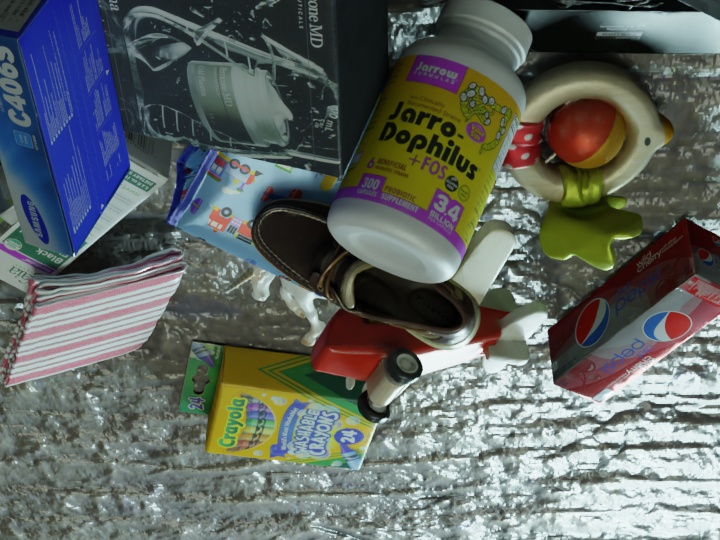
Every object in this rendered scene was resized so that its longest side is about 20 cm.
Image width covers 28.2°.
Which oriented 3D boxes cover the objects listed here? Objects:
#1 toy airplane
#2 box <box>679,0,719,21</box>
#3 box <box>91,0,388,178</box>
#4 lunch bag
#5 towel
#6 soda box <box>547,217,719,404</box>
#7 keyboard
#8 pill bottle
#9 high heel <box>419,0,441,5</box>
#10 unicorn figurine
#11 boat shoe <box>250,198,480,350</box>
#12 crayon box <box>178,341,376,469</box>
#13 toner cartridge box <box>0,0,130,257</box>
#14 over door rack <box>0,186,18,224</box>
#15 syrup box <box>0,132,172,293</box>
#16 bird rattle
[{"bbox_3d":[0.058,0.037,1.239,0.199,0.142,0.199,-34,156,5],"label":"toy airplane"},{"bbox_3d":[0.296,-0.260,0.979,0.157,0.051,0.200,19,125,-23],"label":"box"},{"bbox_3d":[-0.088,-0.190,0.990,0.195,0.124,0.201,12,141,12],"label":"box"},{"bbox_3d":[-0.045,-0.100,1.170,0.150,0.094,0.200,26,125,-20],"label":"lunch bag"},{"bbox_3d":[-0.248,0.043,1.309,0.145,0.030,0.200,-14,160,-28],"label":"towel"},{"bbox_3d":[0.262,0.041,1.338,0.063,0.070,0.200,24,134,-25],"label":"soda box"},{"bbox_3d":[0.199,-0.202,1.094,0.198,0.040,0.104,0,163,-2],"label":"keyboard"},{"bbox_3d":[0.058,-0.100,1.060,0.104,0.201,0.104,22,164,6],"label":"pill bottle"},{"bbox_3d":[0.073,-0.260,0.982,0.199,0.072,0.142,-21,142,35],"label":"high heel"},{"bbox_3d":[-0.032,0.015,1.318,0.199,0.074,0.138,-13,140,-10],"label":"unicorn figurine"},{"bbox_3d":[0.000,0.000,1.113,0.199,0.072,0.072,31,-178,10],"label":"boat shoe"},{"bbox_3d":[-0.084,0.141,1.469,0.198,0.052,0.126,8,139,-9],"label":"crayon box"},{"bbox_3d":[-0.207,-0.112,0.968,0.043,0.095,0.201,15,141,14],"label":"toner cartridge box"},{"bbox_3d":[-0.334,-0.113,1.068,0.067,0.200,0.148,-48,128,2],"label":"over door rack"},{"bbox_3d":[-0.248,-0.069,1.201,0.079,0.082,0.200,31,129,-32],"label":"syrup box"},{"bbox_3d":[0.161,-0.107,1.175,0.200,0.113,0.163,38,116,-20],"label":"bird rattle"}]
